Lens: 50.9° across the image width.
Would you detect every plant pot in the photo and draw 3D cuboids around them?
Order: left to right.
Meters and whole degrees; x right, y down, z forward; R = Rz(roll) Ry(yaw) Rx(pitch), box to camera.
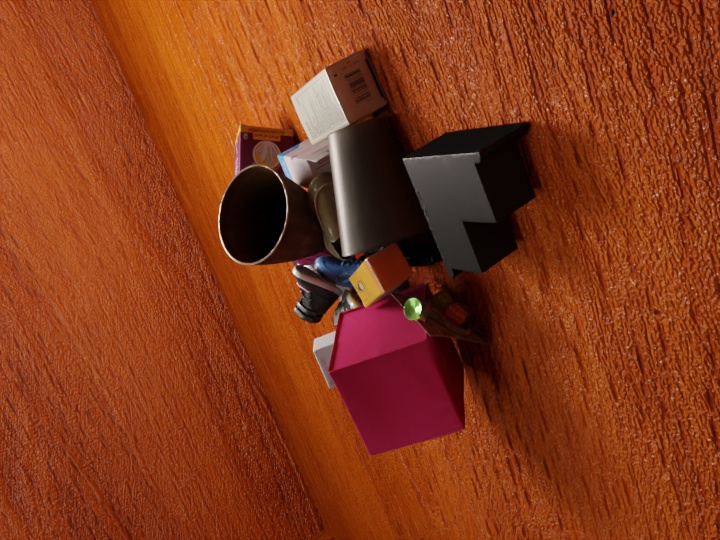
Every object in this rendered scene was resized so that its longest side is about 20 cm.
[{"bbox_3d":[-0.149,-0.094,1.504,0.198,0.188,0.188,10,-147,-54],"label":"plant pot"}]

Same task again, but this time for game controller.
[{"bbox_3d":[0.077,-0.034,1.389,0.102,0.043,0.199,21,171,-20],"label":"game controller"}]

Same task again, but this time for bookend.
[{"bbox_3d":[0.176,-0.091,1.068,0.199,0.091,0.203,10,127,64],"label":"bookend"}]

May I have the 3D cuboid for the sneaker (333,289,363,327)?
[{"bbox_3d":[-0.015,0.097,1.611,0.074,0.089,0.200,28,177,-5],"label":"sneaker"}]

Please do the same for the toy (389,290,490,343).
[{"bbox_3d":[0.147,0.069,1.299,0.115,0.197,0.048,46,113,34],"label":"toy"}]

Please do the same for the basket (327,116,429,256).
[{"bbox_3d":[0.020,-0.148,1.298,0.135,0.177,0.205,-5,104,65],"label":"basket"}]

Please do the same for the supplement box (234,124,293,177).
[{"bbox_3d":[-0.222,-0.215,1.726,0.103,0.127,0.206,143,127,-70],"label":"supplement box"}]

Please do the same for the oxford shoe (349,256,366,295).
[{"bbox_3d":[0.010,-0.013,1.643,0.072,0.072,0.202,27,151,28],"label":"oxford shoe"}]

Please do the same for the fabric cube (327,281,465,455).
[{"bbox_3d":[0.072,0.180,1.405,0.201,0.192,0.203,-78,-35,-60],"label":"fabric cube"}]

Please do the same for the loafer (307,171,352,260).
[{"bbox_3d":[-0.044,-0.099,1.443,0.067,0.075,0.202,44,162,41],"label":"loafer"}]

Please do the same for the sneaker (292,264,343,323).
[{"bbox_3d":[-0.106,0.056,1.578,0.070,0.100,0.200,36,-179,24],"label":"sneaker"}]

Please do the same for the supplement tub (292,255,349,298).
[{"bbox_3d":[-0.100,-0.037,1.751,0.124,0.119,0.203,95,155,-57],"label":"supplement tub"}]

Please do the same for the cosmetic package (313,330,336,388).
[{"bbox_3d":[0.001,0.174,1.686,0.074,0.196,0.104,-100,-14,-73],"label":"cosmetic package"}]

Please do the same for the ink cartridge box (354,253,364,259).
[{"bbox_3d":[0.012,-0.110,1.485,0.118,0.066,0.200,60,160,7],"label":"ink cartridge box"}]

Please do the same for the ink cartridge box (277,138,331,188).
[{"bbox_3d":[-0.071,-0.215,1.485,0.199,0.114,0.069,22,139,61],"label":"ink cartridge box"}]

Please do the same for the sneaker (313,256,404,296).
[{"bbox_3d":[0.000,0.000,1.571,0.196,0.066,0.080,22,126,6],"label":"sneaker"}]

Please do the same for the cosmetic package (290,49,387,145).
[{"bbox_3d":[-0.042,-0.302,1.340,0.105,0.086,0.199,64,159,-10],"label":"cosmetic package"}]

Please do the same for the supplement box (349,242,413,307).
[{"bbox_3d":[0.033,0.011,1.348,0.068,0.068,0.200,59,165,4],"label":"supplement box"}]

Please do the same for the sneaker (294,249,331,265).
[{"bbox_3d":[-0.083,-0.099,1.643,0.080,0.201,0.089,25,-156,-36],"label":"sneaker"}]
